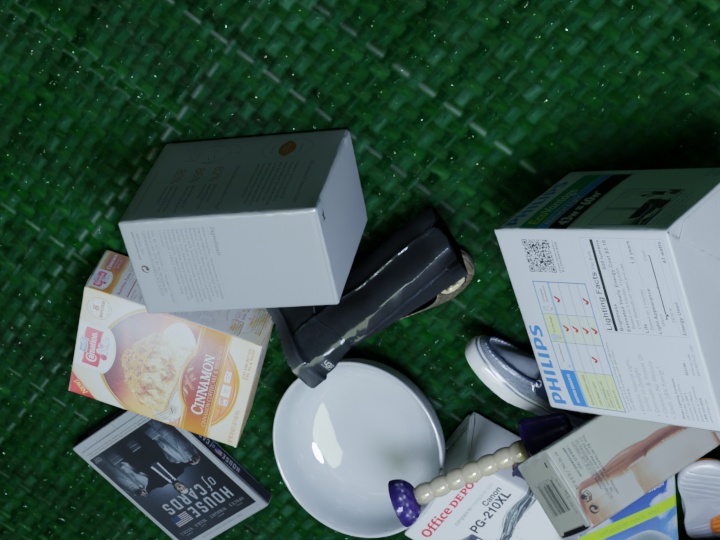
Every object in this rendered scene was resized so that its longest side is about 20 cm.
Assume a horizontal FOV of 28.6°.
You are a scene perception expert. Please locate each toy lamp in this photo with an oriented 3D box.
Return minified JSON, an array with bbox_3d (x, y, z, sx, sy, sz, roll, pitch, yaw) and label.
[{"bbox_3d":[0.126,0.200,1.450,0.198,0.058,0.059,-24,117,12],"label":"toy lamp"}]

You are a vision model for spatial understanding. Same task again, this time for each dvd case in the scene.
[{"bbox_3d":[-0.224,0.239,1.679,0.150,0.025,0.200,-33,111,31],"label":"dvd case"}]

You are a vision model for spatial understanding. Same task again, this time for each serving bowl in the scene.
[{"bbox_3d":[0.005,0.185,1.544,0.197,0.066,0.203,7,109,20],"label":"serving bowl"}]

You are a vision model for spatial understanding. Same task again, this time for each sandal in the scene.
[{"bbox_3d":[0.374,0.226,1.486,0.078,0.060,0.207,-6,147,15],"label":"sandal"}]

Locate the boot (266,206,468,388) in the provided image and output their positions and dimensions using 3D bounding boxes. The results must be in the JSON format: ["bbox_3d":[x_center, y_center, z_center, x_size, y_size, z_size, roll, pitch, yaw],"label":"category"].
[{"bbox_3d":[0.000,0.001,1.415,0.199,0.166,0.065,-40,136,14],"label":"boot"}]

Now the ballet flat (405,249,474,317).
[{"bbox_3d":[0.028,0.030,1.457,0.198,0.047,0.068,-20,118,25],"label":"ballet flat"}]

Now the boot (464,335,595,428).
[{"bbox_3d":[0.208,0.106,1.459,0.199,0.073,0.090,32,121,-20],"label":"boot"}]

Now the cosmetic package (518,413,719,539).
[{"bbox_3d":[0.264,0.169,1.368,0.088,0.198,0.103,57,164,10],"label":"cosmetic package"}]

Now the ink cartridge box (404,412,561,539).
[{"bbox_3d":[0.168,0.270,1.566,0.198,0.085,0.145,29,125,-8],"label":"ink cartridge box"}]

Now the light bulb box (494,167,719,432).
[{"bbox_3d":[0.255,0.022,1.282,0.199,0.124,0.200,4,120,49],"label":"light bulb box"}]

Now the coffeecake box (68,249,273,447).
[{"bbox_3d":[-0.205,0.086,1.537,0.197,0.073,0.155,18,128,1],"label":"coffeecake box"}]

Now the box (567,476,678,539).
[{"bbox_3d":[0.268,0.264,1.465,0.121,0.048,0.202,-20,121,-15],"label":"box"}]

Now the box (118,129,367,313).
[{"bbox_3d":[-0.109,-0.048,1.371,0.197,0.153,0.107,-2,123,16],"label":"box"}]
